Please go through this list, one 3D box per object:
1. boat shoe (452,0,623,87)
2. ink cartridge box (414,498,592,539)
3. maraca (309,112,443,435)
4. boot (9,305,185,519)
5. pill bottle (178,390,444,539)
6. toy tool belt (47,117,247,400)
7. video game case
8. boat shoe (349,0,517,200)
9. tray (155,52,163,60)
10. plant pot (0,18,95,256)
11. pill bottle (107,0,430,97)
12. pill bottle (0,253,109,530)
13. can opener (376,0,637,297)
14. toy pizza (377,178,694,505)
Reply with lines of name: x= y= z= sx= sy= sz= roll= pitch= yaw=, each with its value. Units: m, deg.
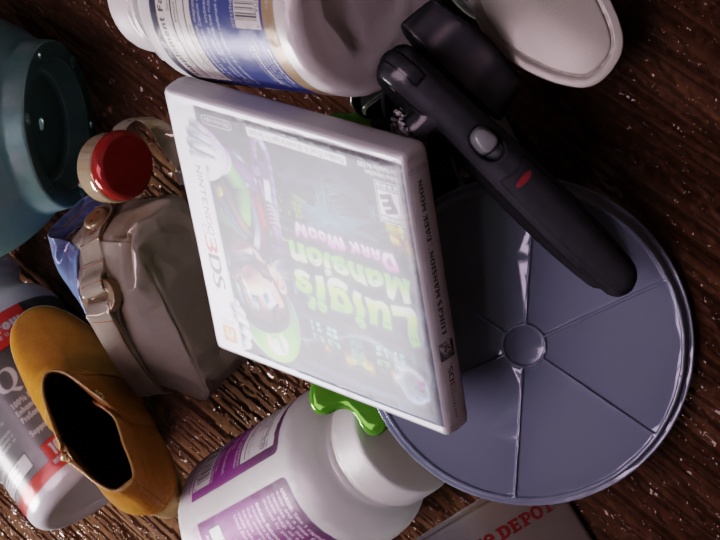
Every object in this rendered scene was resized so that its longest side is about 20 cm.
boat shoe: x=0.080 y=-0.175 z=1.358 sx=0.200 sy=0.060 sz=0.074 roll=40 pitch=100 yaw=21
ink cartridge box: x=0.100 y=0.243 z=1.450 sx=0.085 sy=0.144 sz=0.201 roll=-39 pitch=79 yaw=47
maraca: x=0.000 y=0.000 z=1.462 sx=0.136 sy=0.107 sz=0.201 roll=-21 pitch=82 yaw=12
boot: x=-0.192 y=0.083 z=1.603 sx=0.201 sy=0.071 sz=0.144 roll=50 pitch=178 yaw=21
pill bottle: x=-0.026 y=0.140 z=1.555 sx=0.200 sy=0.112 sz=0.113 roll=-34 pitch=83 yaw=47
toy tool belt: x=-0.159 y=-0.007 z=1.611 sx=0.123 sy=0.125 sz=0.201 roll=3 pitch=129 yaw=50
video game case: x=-0.027 y=-0.010 z=1.369 sx=0.199 sy=0.023 sz=0.183 roll=18 pitch=129 yaw=41
boat shoe: x=0.024 y=-0.122 z=1.429 sx=0.200 sy=0.064 sz=0.071 roll=56 pitch=136 yaw=11
tray: x=-0.127 y=-0.249 z=1.539 sx=0.107 sy=0.022 sz=0.201 roll=50 pitch=137 yaw=43
plant pot: x=-0.269 y=-0.097 z=1.656 sx=0.133 sy=0.200 sz=0.202 roll=-5 pitch=105 yaw=18
pill bottle: x=-0.060 y=-0.163 z=1.378 sx=0.199 sy=0.111 sz=0.112 roll=11 pitch=115 yaw=49
pill bottle: x=-0.250 y=0.083 z=1.746 sx=0.200 sy=0.116 sz=0.116 roll=51 pitch=135 yaw=15
can opener: x=0.084 y=-0.058 z=1.315 sx=0.079 sy=0.063 sz=0.200 roll=-42 pitch=101 yaw=4
toy pizza: x=0.099 y=0.041 z=1.398 sx=0.199 sy=0.032 sz=0.202 roll=2 pitch=103 yaw=10
